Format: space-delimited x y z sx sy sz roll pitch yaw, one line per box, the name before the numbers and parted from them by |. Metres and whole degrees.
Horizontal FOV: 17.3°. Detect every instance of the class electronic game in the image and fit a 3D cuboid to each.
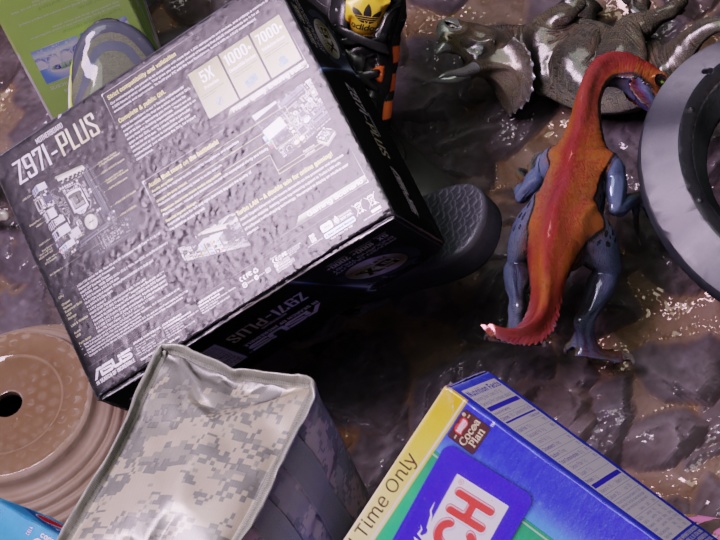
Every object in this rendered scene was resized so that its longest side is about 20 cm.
electronic game | 0.257 -0.052 1.363 0.200 0.042 0.200 4 61 -7

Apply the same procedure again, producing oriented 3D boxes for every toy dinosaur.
toy dinosaur | 0.150 -0.133 1.476 0.200 0.077 0.102 12 71 18
toy dinosaur | 0.136 -0.041 1.361 0.105 0.200 0.182 10 90 5

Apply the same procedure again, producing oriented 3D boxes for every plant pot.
plant pot | -0.191 0.102 1.385 0.200 0.093 0.201 -8 54 11

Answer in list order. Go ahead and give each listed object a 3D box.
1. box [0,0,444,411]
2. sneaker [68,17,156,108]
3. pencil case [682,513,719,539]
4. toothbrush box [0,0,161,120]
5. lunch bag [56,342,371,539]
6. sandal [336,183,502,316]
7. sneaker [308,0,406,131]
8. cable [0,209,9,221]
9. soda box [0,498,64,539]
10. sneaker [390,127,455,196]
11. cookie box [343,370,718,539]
box | -0.081 -0.038 1.331 0.200 0.086 0.164 -32 69 13
sneaker | -0.137 -0.062 1.452 0.074 0.081 0.200 -10 79 -7
pencil case | 0.147 0.173 1.241 0.200 0.083 0.087 3 28 19
toothbrush box | -0.196 -0.198 1.533 0.086 0.200 0.146 -22 52 2
lunch bag | -0.082 0.168 1.259 0.117 0.164 0.200 13 60 25
sandal | 0.000 0.000 1.410 0.200 0.043 0.076 -9 53 37
sneaker | -0.010 -0.122 1.396 0.070 0.090 0.200 10 57 -11
cable | -0.322 -0.032 1.567 0.200 0.050 0.097 5 73 34
soda box | -0.208 0.227 1.276 0.064 0.068 0.200 25 86 30
sneaker | -0.021 -0.079 1.466 0.200 0.091 0.076 32 66 31
cookie box | 0.085 0.177 1.179 0.200 0.075 0.171 36 103 15
